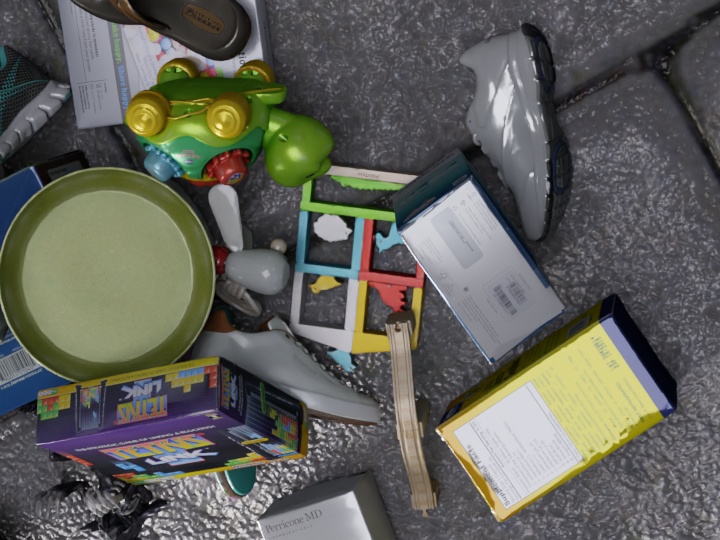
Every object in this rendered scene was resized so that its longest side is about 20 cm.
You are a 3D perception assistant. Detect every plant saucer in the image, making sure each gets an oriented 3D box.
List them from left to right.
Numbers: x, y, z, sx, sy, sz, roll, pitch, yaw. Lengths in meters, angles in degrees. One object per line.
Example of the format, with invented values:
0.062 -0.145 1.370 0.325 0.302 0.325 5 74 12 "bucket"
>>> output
-0.234 0.006 1.564 0.198 0.031 0.202 0 91 -9 "plant saucer"

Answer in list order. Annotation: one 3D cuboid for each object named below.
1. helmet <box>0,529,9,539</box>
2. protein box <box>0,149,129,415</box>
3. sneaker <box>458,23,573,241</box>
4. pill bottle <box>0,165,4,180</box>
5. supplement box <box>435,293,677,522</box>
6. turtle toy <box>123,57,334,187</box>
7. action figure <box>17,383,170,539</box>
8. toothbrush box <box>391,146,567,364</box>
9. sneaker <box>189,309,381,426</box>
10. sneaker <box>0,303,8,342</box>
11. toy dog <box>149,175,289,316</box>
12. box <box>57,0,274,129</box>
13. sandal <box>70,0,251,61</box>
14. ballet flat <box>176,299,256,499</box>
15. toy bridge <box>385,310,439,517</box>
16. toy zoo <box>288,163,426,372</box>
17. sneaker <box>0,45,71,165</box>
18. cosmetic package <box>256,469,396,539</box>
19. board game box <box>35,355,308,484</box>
-0.435 0.323 1.706 0.198 0.191 0.202 -10 120 -17 "helmet"
-0.334 0.018 1.661 0.197 0.135 0.201 -25 94 14 "protein box"
0.146 -0.126 1.587 0.086 0.074 0.202 -9 91 24 "sneaker"
-0.431 -0.165 1.662 0.110 0.111 0.202 -16 96 13 "pill bottle"
0.186 0.127 1.592 0.199 0.110 0.109 -34 92 14 "supplement box"
-0.122 -0.128 1.559 0.198 0.146 0.102 4 113 9 "turtle toy"
-0.272 0.214 1.696 0.118 0.102 0.201 -18 105 31 "action figure"
0.102 -0.018 1.526 0.085 0.200 0.147 -35 98 5 "toothbrush box"
-0.063 0.092 1.642 0.199 0.073 0.085 21 75 -17 "sneaker"
-0.420 0.022 1.567 0.199 0.081 0.074 22 104 7 "sneaker"
-0.151 -0.050 1.637 0.199 0.132 0.097 29 72 -2 "toy dog"
-0.188 -0.226 1.641 0.198 0.041 0.157 -6 99 11 "box"
-0.196 -0.254 1.583 0.199 0.055 0.082 29 99 15 "sandal"
-0.152 0.129 1.687 0.071 0.069 0.202 -7 94 30 "ballet flat"
0.050 0.144 1.631 0.027 0.067 0.202 -6 105 10 "toy bridge"
0.000 0.000 1.652 0.130 0.020 0.202 7 101 10 "toy zoo"
-0.364 -0.140 1.608 0.091 0.200 0.077 45 135 -9 "sneaker"
-0.013 0.312 1.676 0.112 0.081 0.201 -21 96 15 "cosmetic package"
-0.172 0.143 1.568 0.198 0.165 0.057 -12 66 25 "board game box"
